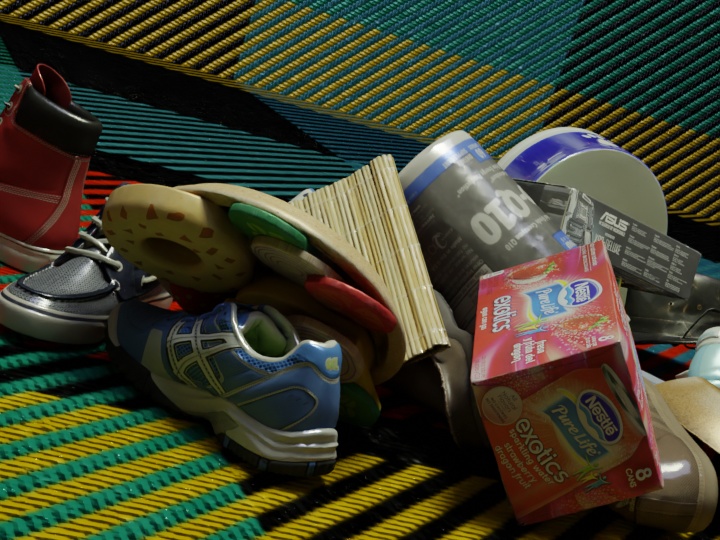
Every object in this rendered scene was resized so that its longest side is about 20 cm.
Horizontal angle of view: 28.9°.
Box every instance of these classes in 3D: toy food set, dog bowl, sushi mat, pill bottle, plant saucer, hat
[{"bbox_3d":[-0.059,0.018,0.876,0.196,0.049,0.201,15,-33,24],"label":"toy food set"},{"bbox_3d":[0.220,-0.043,1.465,0.198,0.202,0.079,12,14,-27],"label":"dog bowl"},{"bbox_3d":[0.000,0.000,1.005,0.012,0.095,0.201,49,18,-43],"label":"sushi mat"},{"bbox_3d":[0.108,-0.001,1.088,0.200,0.114,0.114,47,17,10],"label":"pill bottle"},{"bbox_3d":[0.297,0.132,1.014,0.199,0.036,0.200,34,5,-3],"label":"plant saucer"},{"bbox_3d":[0.321,0.038,1.411,0.198,0.082,0.201,2,2,0],"label":"hat"}]

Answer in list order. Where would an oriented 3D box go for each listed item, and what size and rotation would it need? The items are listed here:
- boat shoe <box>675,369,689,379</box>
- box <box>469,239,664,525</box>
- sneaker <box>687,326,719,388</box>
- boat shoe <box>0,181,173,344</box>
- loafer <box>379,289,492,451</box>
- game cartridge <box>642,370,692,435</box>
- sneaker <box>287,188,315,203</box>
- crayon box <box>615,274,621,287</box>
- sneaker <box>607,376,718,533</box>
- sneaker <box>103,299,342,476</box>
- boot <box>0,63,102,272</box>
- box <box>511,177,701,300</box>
[{"bbox_3d":[0.342,0.116,1.307,0.200,0.072,0.062,10,54,-66],"label":"boat shoe"},{"bbox_3d":[0.131,0.065,0.898,0.094,0.101,0.200,-16,15,11],"label":"box"},{"bbox_3d":[0.344,0.138,1.146,0.199,0.082,0.074,36,-33,-1],"label":"sneaker"},{"bbox_3d":[-0.177,-0.012,0.947,0.074,0.094,0.200,20,11,11],"label":"boat shoe"},{"bbox_3d":[0.049,0.078,0.987,0.070,0.074,0.200,-19,18,-5],"label":"loafer"},{"bbox_3d":[0.183,0.090,1.188,0.199,0.041,0.132,28,11,41],"label":"game cartridge"},{"bbox_3d":[0.012,-0.008,1.201,0.198,0.083,0.074,26,-32,5],"label":"sneaker"},{"bbox_3d":[0.134,0.010,1.314,0.198,0.059,0.173,16,-5,4],"label":"crayon box"},{"bbox_3d":[0.172,0.114,0.960,0.075,0.071,0.200,9,11,-15],"label":"sneaker"},{"bbox_3d":[-0.079,0.052,0.838,0.199,0.078,0.075,23,13,38],"label":"sneaker"},{"bbox_3d":[-0.288,-0.097,1.056,0.198,0.146,0.072,20,13,17],"label":"boot"},{"bbox_3d":[0.191,-0.032,1.283,0.199,0.050,0.157,21,-5,-39],"label":"box"}]
